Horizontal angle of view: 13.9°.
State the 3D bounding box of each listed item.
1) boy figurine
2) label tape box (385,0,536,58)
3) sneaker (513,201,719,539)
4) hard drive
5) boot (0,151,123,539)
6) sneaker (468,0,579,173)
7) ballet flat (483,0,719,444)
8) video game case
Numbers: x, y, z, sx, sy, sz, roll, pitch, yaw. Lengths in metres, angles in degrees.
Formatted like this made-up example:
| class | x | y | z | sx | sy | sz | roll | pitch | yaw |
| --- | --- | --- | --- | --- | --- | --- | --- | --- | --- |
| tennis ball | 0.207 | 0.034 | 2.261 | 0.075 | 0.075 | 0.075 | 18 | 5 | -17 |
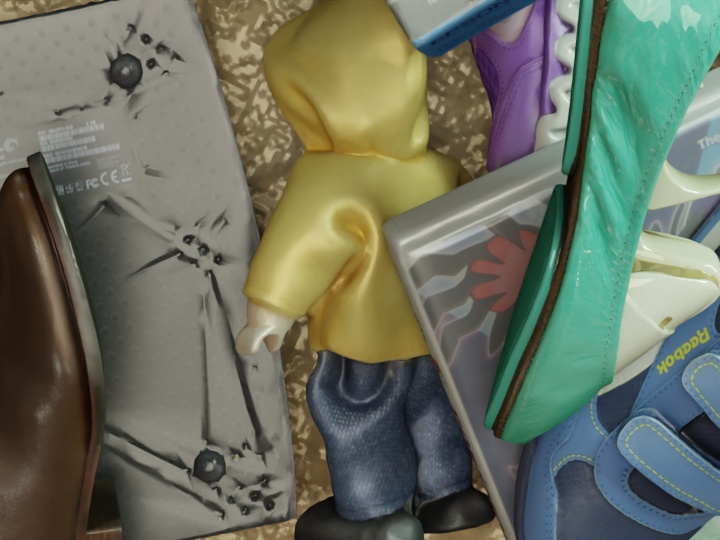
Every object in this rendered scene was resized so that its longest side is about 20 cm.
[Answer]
| class | x | y | z | sx | sy | sz | roll | pitch | yaw |
| --- | --- | --- | --- | --- | --- | --- | --- | --- | --- |
| boy figurine | 0.000 | 0.000 | 1.058 | 0.064 | 0.124 | 0.202 | 1 | 102 | 45 |
| label tape box | 0.035 | -0.193 | 0.986 | 0.143 | 0.066 | 0.201 | -29 | 88 | 8 |
| sneaker | 0.125 | 0.040 | 1.006 | 0.074 | 0.082 | 0.200 | 30 | 104 | -26 |
| hard drive | -0.101 | 0.004 | 1.088 | 0.134 | 0.042 | 0.201 | -12 | 97 | 3 |
| boot | -0.187 | 0.061 | 1.026 | 0.198 | 0.064 | 0.188 | -7 | 107 | -7 |
| sneaker | 0.046 | -0.129 | 1.057 | 0.088 | 0.080 | 0.202 | 0 | 91 | 6 |
| ballet flat | 0.091 | -0.022 | 0.964 | 0.070 | 0.067 | 0.201 | 12 | 118 | 3 |
| video game case | 0.128 | 0.021 | 1.056 | 0.199 | 0.023 | 0.183 | -24 | 116 | -3 |
